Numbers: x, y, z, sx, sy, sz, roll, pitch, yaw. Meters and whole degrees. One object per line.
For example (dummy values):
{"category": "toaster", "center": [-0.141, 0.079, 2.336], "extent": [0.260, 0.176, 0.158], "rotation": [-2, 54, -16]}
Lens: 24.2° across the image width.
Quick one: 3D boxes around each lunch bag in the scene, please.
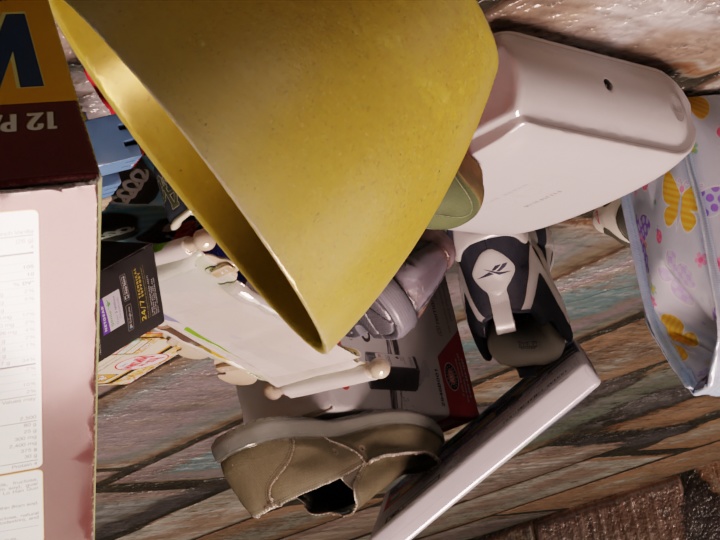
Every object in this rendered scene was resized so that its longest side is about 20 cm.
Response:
{"category": "lunch bag", "center": [0.278, -0.013, 1.148], "extent": [0.168, 0.202, 0.127], "rotation": [-7, 164, -17]}

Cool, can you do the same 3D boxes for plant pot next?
{"category": "plant pot", "center": [-0.024, -0.086, 0.745], "extent": [0.142, 0.200, 0.200], "rotation": [-39, 167, -8]}

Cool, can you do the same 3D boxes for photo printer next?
{"category": "photo printer", "center": [0.098, -0.077, 1.035], "extent": [0.166, 0.070, 0.199], "rotation": [-24, 160, 40]}

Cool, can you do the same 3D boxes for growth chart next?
{"category": "growth chart", "center": [-0.079, 0.034, 1.052], "extent": [0.144, 0.018, 0.200], "rotation": [-8, 147, 41]}

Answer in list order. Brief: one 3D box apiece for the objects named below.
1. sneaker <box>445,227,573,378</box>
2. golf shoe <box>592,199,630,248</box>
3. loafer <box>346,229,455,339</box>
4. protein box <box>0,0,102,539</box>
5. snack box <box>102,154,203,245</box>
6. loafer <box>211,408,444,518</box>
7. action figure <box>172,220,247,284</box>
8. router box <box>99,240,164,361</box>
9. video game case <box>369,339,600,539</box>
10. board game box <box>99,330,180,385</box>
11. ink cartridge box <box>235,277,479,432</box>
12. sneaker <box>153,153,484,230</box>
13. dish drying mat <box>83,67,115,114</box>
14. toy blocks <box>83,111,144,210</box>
{"category": "sneaker", "center": [0.120, 0.025, 1.306], "extent": [0.079, 0.131, 0.199], "rotation": [-12, 165, 6]}
{"category": "golf shoe", "center": [0.274, -0.050, 1.299], "extent": [0.198, 0.078, 0.088], "rotation": [0, -178, -28]}
{"category": "loafer", "center": [0.000, 0.000, 1.048], "extent": [0.063, 0.072, 0.200], "rotation": [-41, -162, -14]}
{"category": "protein box", "center": [-0.188, -0.012, 0.674], "extent": [0.134, 0.199, 0.201], "rotation": [-6, 133, -17]}
{"category": "snack box", "center": [-0.120, -0.036, 1.085], "extent": [0.199, 0.037, 0.116], "rotation": [-1, 162, -35]}
{"category": "loafer", "center": [-0.018, 0.142, 1.187], "extent": [0.199, 0.070, 0.075], "rotation": [1, 158, -40]}
{"category": "action figure", "center": [-0.089, -0.005, 1.058], "extent": [0.065, 0.052, 0.200], "rotation": [5, 162, -33]}
{"category": "router box", "center": [-0.238, 0.027, 0.964], "extent": [0.198, 0.053, 0.157], "rotation": [4, -159, 30]}
{"category": "video game case", "center": [0.093, 0.129, 1.259], "extent": [0.200, 0.023, 0.182], "rotation": [-41, 179, 5]}
{"category": "board game box", "center": [-0.234, 0.051, 1.299], "extent": [0.199, 0.047, 0.151], "rotation": [1, 160, -38]}
{"category": "ink cartridge box", "center": [-0.009, 0.053, 1.283], "extent": [0.083, 0.146, 0.199], "rotation": [-24, 161, 32]}
{"category": "sneaker", "center": [-0.022, -0.035, 0.898], "extent": [0.199, 0.091, 0.067], "rotation": [17, 147, -26]}
{"category": "dish drying mat", "center": [-0.042, -0.116, 0.889], "extent": [0.198, 0.018, 0.077], "rotation": [-12, 164, 1]}
{"category": "toy blocks", "center": [-0.194, -0.049, 0.906], "extent": [0.136, 0.101, 0.200], "rotation": [-16, 172, -24]}
